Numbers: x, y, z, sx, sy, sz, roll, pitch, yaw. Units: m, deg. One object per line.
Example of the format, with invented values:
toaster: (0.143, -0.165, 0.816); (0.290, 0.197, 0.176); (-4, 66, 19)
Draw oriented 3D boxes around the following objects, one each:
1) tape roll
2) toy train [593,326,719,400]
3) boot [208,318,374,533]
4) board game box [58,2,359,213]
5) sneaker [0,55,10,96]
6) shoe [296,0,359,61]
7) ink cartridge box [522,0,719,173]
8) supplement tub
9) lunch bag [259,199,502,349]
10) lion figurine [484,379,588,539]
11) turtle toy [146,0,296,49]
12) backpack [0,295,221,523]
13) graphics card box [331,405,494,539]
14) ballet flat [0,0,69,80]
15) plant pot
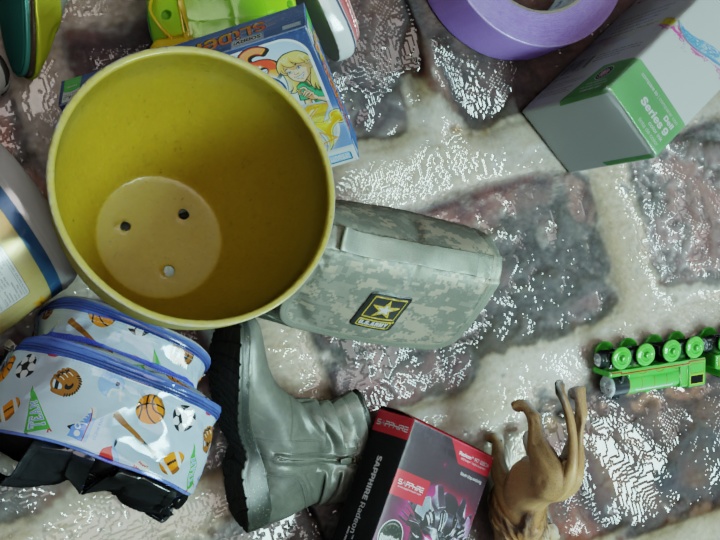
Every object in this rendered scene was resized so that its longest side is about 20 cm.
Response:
tape roll: (0.154, -0.305, 1.113); (0.199, 0.066, 0.201); (1, 87, -22)
toy train: (0.320, 0.092, 1.181); (0.199, 0.042, 0.057); (-6, 101, -23)
boot: (-0.056, 0.120, 1.003); (0.130, 0.068, 0.201); (-13, 109, -26)
board game box: (-0.116, -0.118, 0.921); (0.199, 0.035, 0.136); (-17, 133, 8)
sneaker: (-0.368, -0.191, 0.884); (0.115, 0.075, 0.200); (-40, 104, -17)
shoe: (-0.030, -0.291, 1.030); (0.091, 0.071, 0.201); (-28, 94, -16)
ink cartridge box: (0.276, -0.192, 1.115); (0.200, 0.145, 0.088); (-46, 105, -18)
supplement tub: (-0.325, 0.002, 0.854); (0.200, 0.145, 0.145); (-38, 102, -19)
lunch bag: (0.000, 0.000, 0.962); (0.164, 0.200, 0.118); (11, 83, -23)
lion figurine: (0.158, 0.187, 1.042); (0.072, 0.200, 0.123); (0, 61, -6)
turtle toy: (-0.115, -0.187, 0.974); (0.145, 0.101, 0.201); (-9, 92, -22)
backpack: (-0.192, 0.107, 0.881); (0.199, 0.190, 0.155); (18, 81, -20)
graphics card box: (0.036, 0.234, 1.027); (0.125, 0.051, 0.201); (32, 76, -43)
ballet flat: (-0.263, -0.255, 0.937); (0.067, 0.067, 0.201); (-15, 93, -36)
plant pot: (-0.136, -0.042, 0.855); (0.199, 0.142, 0.201); (6, 74, -21)
